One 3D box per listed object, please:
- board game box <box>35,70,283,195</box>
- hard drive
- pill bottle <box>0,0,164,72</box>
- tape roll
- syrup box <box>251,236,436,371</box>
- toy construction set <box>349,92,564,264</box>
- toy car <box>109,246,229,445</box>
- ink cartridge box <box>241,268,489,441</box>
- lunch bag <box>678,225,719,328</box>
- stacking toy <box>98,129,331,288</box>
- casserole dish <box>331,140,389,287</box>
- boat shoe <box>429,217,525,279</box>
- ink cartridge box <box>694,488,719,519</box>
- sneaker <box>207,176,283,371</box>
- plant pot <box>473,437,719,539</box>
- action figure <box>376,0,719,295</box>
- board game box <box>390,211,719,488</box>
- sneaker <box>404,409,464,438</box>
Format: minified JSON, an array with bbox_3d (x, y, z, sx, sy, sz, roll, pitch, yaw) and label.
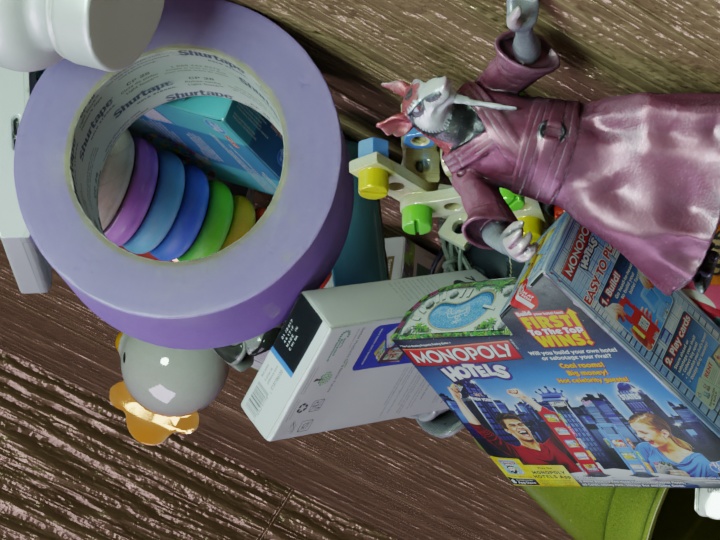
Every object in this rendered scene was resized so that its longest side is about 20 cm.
[{"bbox_3d":[-0.140,-0.117,1.499,0.199,0.047,0.151,17,167,25],"label":"board game box"},{"bbox_3d":[-0.225,-0.067,1.450,0.026,0.133,0.200,-3,170,-5],"label":"hard drive"},{"bbox_3d":[-0.214,-0.176,1.234,0.199,0.112,0.111,18,167,23],"label":"pill bottle"},{"bbox_3d":[-0.105,-0.058,1.326,0.199,0.201,0.085,21,169,10],"label":"tape roll"},{"bbox_3d":[-0.023,0.030,1.731,0.199,0.082,0.079,-7,157,39],"label":"syrup box"},{"bbox_3d":[0.078,-0.046,1.305,0.130,0.093,0.200,-6,168,13],"label":"toy construction set"},{"bbox_3d":[-0.169,0.049,1.890,0.176,0.201,0.184,21,167,9],"label":"toy car"},{"bbox_3d":[0.024,0.051,1.392,0.199,0.100,0.039,-5,-136,-44],"label":"ink cartridge box"},{"bbox_3d":[0.226,0.027,1.369,0.175,0.082,0.200,27,166,-22],"label":"lunch bag"},{"bbox_3d":[-0.108,-0.032,1.536,0.199,0.086,0.085,22,170,-27],"label":"stacking toy"},{"bbox_3d":[0.000,0.000,1.478,0.038,0.202,0.121,-6,-163,2],"label":"casserole dish"},{"bbox_3d":[0.084,-0.007,1.493,0.061,0.076,0.200,-8,178,-6],"label":"boat shoe"},{"bbox_3d":[0.319,0.125,1.432,0.145,0.084,0.200,1,175,27],"label":"ink cartridge box"},{"bbox_3d":[-0.091,0.001,1.654,0.116,0.075,0.201,50,153,30],"label":"sneaker"},{"bbox_3d":[0.192,0.120,1.621,0.192,0.201,0.200,28,172,32],"label":"plant pot"},{"bbox_3d":[0.106,-0.070,1.154,0.198,0.135,0.149,18,-177,5],"label":"action figure"},{"bbox_3d":[0.127,0.046,1.288,0.199,0.062,0.200,-4,136,42],"label":"board game box"},{"bbox_3d":[0.106,0.070,1.512,0.199,0.076,0.115,-13,-174,42],"label":"sneaker"}]
